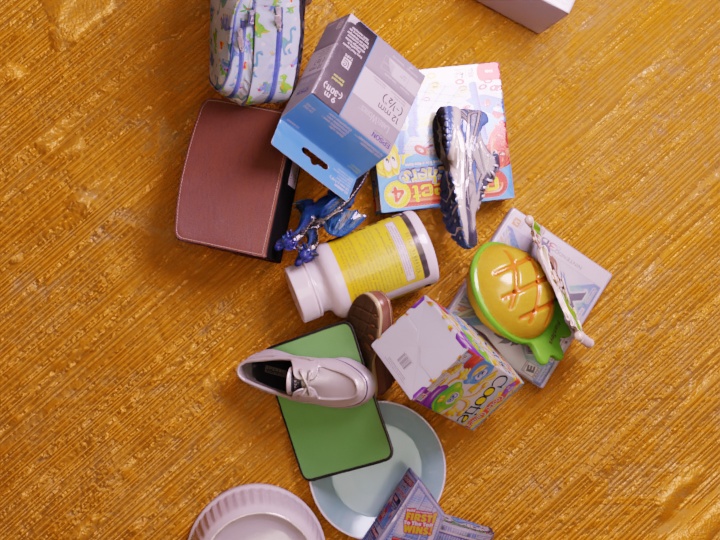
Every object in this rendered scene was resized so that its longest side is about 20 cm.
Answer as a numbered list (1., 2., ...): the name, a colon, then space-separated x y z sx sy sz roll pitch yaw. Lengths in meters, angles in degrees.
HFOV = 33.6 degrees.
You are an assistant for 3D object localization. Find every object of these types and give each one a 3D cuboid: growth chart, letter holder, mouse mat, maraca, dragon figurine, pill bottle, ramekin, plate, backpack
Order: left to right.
1. letter holder: -0.167 -0.124 1.649 0.142 0.101 0.201 11 88 9
2. backpack: -0.135 -0.317 1.571 0.153 0.163 0.201 -19 123 -16
3. ramekin: -0.141 0.402 1.649 0.199 0.105 0.201 0 90 -8
4. mouse mat: -0.047 0.183 1.656 0.161 0.008 0.201 -20 85 31
5. dragon figurine: -0.034 -0.084 1.637 0.200 0.099 0.059 -36 121 -1
6. pill bottle: 0.000 0.000 1.665 0.199 0.111 0.112 -21 93 -8
7. plate: 0.024 0.286 1.712 0.199 0.026 0.201 0 90 -7
8. maraca: 0.226 0.045 1.679 0.200 0.107 0.137 43 52 -19
9. growth chart: 0.279 0.019 1.673 0.018 0.145 0.201 -24 84 14

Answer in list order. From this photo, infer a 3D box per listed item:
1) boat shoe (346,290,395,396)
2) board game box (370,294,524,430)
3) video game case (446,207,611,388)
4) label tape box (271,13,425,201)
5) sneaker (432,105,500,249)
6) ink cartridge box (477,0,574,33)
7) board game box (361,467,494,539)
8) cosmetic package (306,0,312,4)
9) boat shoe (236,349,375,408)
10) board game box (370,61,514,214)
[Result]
1. boat shoe: 0.024 0.098 1.651 0.067 0.201 0.072 -23 50 -24
2. board game box: 0.122 0.128 1.619 0.103 0.200 0.105 -43 57 9
3. video game case: 0.243 0.040 1.744 0.182 0.022 0.200 33 86 -6
4. label tape box: -0.015 -0.215 1.582 0.143 0.066 0.201 36 64 -27
5. sneaker: 0.156 -0.131 1.651 0.085 0.077 0.201 -5 91 -12
6. ink cartridge box: 0.253 -0.467 1.685 0.145 0.145 0.201 25 86 -7
7. board game box: 0.088 0.392 1.681 0.199 0.062 0.201 18 96 -13
8. cosmetic package: -0.136 -0.467 1.668 0.103 0.073 0.201 -14 93 -7
9. boat shoe: -0.078 0.147 1.627 0.199 0.066 0.072 13 102 28
10. board game box: 0.109 -0.188 1.709 0.199 0.056 0.197 -8 91 -8
